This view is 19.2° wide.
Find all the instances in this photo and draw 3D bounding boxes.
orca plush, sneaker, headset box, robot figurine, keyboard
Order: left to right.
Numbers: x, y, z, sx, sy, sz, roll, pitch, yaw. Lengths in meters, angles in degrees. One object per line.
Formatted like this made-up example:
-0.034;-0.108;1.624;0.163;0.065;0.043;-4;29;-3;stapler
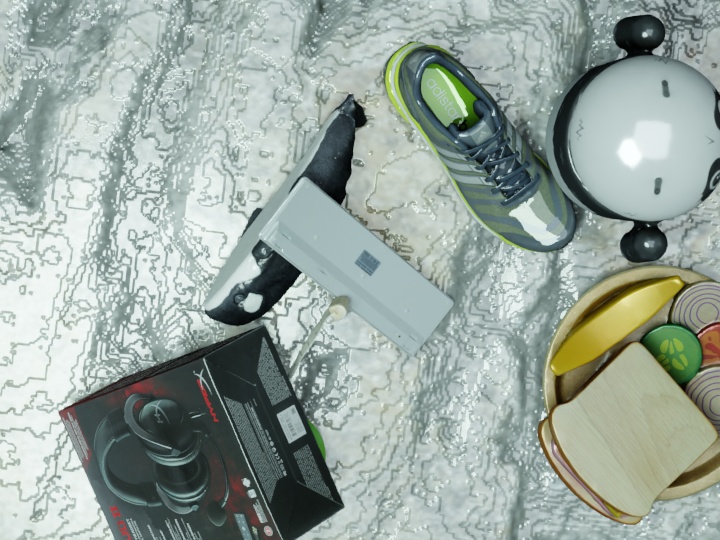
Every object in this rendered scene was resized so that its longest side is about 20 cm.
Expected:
-0.128;0.142;1.596;0.199;0.077;0.150;-20;95;42;headset box
-0.039;-0.034;1.636;0.071;0.105;0.201;35;68;-15;orca plush
0.000;0.000;1.617;0.200;0.011;0.056;39;83;-42;keyboard
0.093;-0.092;1.640;0.074;0.081;0.200;-43;95;0;sneaker
0.207;-0.097;1.588;0.125;0.200;0.150;-40;94;-2;robot figurine

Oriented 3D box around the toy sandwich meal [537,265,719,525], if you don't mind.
0.230;0.094;1.663;0.203;0.070;0.207;0;93;-4;toy sandwich meal

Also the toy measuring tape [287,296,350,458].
-0.042;0.115;1.632;0.073;0.074;0.201;32;111;-5;toy measuring tape
